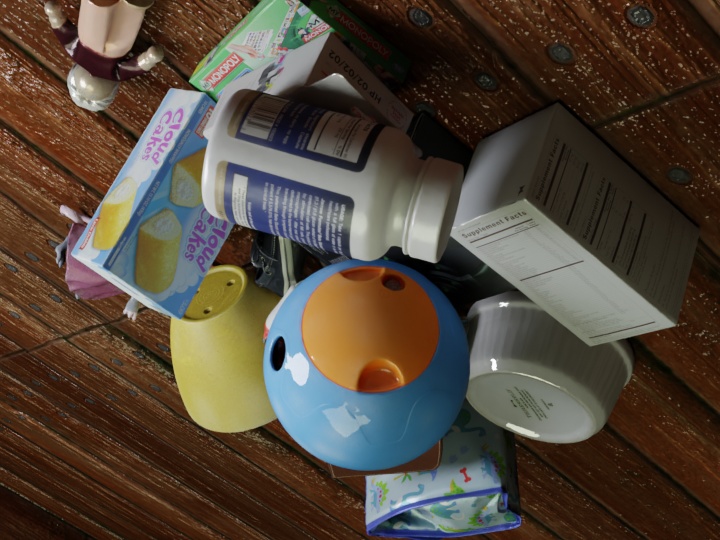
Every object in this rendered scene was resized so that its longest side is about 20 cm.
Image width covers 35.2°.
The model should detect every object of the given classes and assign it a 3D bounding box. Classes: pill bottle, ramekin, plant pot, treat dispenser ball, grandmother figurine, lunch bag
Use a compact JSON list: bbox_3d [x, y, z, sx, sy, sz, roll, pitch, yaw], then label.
[{"bbox_3d":[-0.020,-0.072,0.932,0.198,0.112,0.111,17,151,11],"label":"pill bottle"},{"bbox_3d":[0.206,0.118,1.299,0.200,0.095,0.203,17,150,10],"label":"ramekin"},{"bbox_3d":[-0.158,0.078,1.416,0.198,0.201,0.143,3,135,32],"label":"plant pot"},{"bbox_3d":[0.006,0.089,1.092,0.199,0.202,0.202,18,151,10],"label":"treat dispenser ball"},{"bbox_3d":[-0.254,-0.224,1.109,0.121,0.061,0.200,34,148,-1],"label":"grandmother figurine"},{"bbox_3d":[0.100,0.250,1.463,0.198,0.171,0.128,-12,139,15],"label":"lunch bag"}]

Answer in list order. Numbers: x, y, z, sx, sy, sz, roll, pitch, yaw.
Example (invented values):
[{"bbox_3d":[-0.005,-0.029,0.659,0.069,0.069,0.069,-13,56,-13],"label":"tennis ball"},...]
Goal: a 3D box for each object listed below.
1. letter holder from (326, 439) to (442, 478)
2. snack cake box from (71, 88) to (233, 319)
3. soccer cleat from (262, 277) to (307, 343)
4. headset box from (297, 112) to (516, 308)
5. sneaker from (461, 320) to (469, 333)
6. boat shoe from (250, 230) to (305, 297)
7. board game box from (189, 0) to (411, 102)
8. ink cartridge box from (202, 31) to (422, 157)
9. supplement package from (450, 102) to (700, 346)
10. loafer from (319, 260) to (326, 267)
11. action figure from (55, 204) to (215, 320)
[{"bbox_3d":[0.022,0.150,1.303,0.140,0.102,0.201,-4,147,6],"label":"letter holder"},{"bbox_3d":[-0.187,-0.068,1.147,0.067,0.201,0.115,15,163,46],"label":"snack cake box"},{"bbox_3d":[-0.050,0.044,1.338,0.068,0.086,0.200,30,-164,17],"label":"soccer cleat"},{"bbox_3d":[0.057,-0.046,1.137,0.174,0.093,0.199,37,148,-22],"label":"headset box"},{"bbox_3d":[0.083,0.083,1.353,0.077,0.092,0.200,27,177,-16],"label":"sneaker"},{"bbox_3d":[-0.096,-0.027,1.304,0.062,0.075,0.200,16,156,2],"label":"boat shoe"},{"bbox_3d":[-0.061,-0.185,1.059,0.134,0.029,0.199,36,149,-20],"label":"board game box"},{"bbox_3d":[-0.036,-0.137,1.021,0.115,0.068,0.199,40,147,-29],"label":"ink cartridge box"},{"bbox_3d":[0.195,-0.037,1.033,0.199,0.110,0.113,37,149,-23],"label":"supplement package"},{"bbox_3d":[0.000,0.000,1.294,0.071,0.073,0.201,20,149,44],"label":"loafer"},{"bbox_3d":[-0.283,-0.009,1.478,0.197,0.151,0.134,-2,176,8],"label":"action figure"}]
